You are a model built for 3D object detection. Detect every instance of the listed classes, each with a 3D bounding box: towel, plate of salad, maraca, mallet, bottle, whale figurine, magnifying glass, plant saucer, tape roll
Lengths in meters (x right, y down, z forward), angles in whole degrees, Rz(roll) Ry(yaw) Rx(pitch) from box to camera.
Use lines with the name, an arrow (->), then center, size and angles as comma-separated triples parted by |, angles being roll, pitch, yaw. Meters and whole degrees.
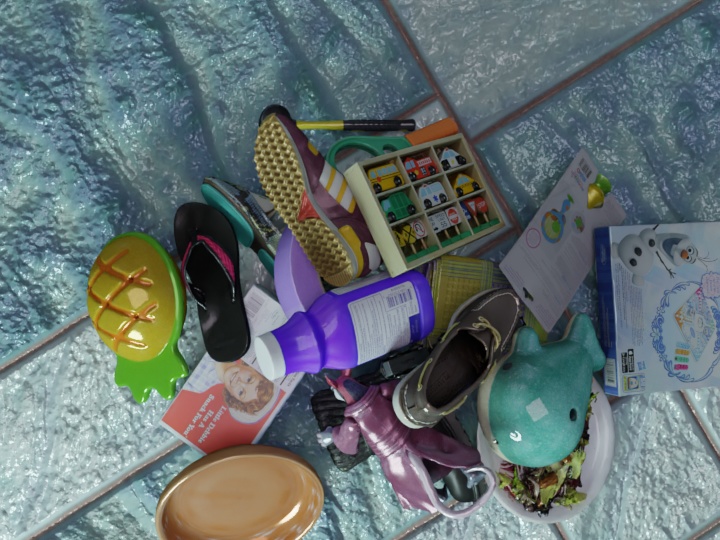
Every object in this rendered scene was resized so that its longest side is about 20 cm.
towel -> 0.150, 0.061, 0.988 | 0.197, 0.023, 0.147 | 6, 90, -33
plate of salad -> 0.233, 0.205, 0.997 | 0.196, 0.048, 0.204 | 2, 85, -21
maraca -> -0.261, 0.056, 0.976 | 0.135, 0.106, 0.204 | -11, 90, 31
mallet -> -0.032, -0.180, 1.029 | 0.196, 0.066, 0.042 | -1, 90, -17
bottle -> -0.015, 0.061, 0.877 | 0.197, 0.065, 0.085 | -20, 110, -25
whale figurine -> 0.223, 0.132, 0.927 | 0.199, 0.103, 0.161 | -36, 109, -28
magnifying glass -> 0.041, -0.144, 0.985 | 0.198, 0.023, 0.080 | -26, 67, -33
plant saucer -> -0.141, 0.272, 0.966 | 0.196, 0.038, 0.203 | -8, 128, -10
tape roll -> 0.000, 0.000, 0.971 | 0.197, 0.065, 0.204 | 5, 78, -24

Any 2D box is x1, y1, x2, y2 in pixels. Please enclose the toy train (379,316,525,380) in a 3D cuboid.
toy train -> 0.105, 0.085, 0.922 | 0.197, 0.046, 0.035 | -15, 81, -29

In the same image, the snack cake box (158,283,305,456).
snack cake box -> -0.139, 0.130, 1.000 | 0.114, 0.067, 0.201 | 36, 88, -3

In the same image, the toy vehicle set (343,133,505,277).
toy vehicle set -> 0.078, -0.079, 0.935 | 0.199, 0.026, 0.126 | -23, 86, -45

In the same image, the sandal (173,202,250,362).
sandal -> -0.175, 0.007, 0.960 | 0.074, 0.045, 0.203 | -21, 73, 11

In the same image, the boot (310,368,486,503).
boot -> 0.046, 0.214, 0.997 | 0.156, 0.079, 0.214 | -28, 85, -4

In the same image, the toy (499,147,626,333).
toy -> 0.240, -0.039, 1.006 | 0.201, 0.047, 0.115 | -50, 115, -19

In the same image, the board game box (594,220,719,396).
board game box -> 0.388, 0.043, 1.010 | 0.195, 0.043, 0.204 | -3, 89, -13

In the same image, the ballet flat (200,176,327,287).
ballet flat -> -0.112, -0.046, 1.013 | 0.074, 0.074, 0.201 | -39, 92, -2

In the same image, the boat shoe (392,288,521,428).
boat shoe -> 0.114, 0.085, 0.865 | 0.200, 0.059, 0.072 | -42, 94, -30

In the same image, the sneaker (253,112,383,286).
sneaker -> -0.041, -0.084, 0.903 | 0.090, 0.075, 0.202 | -26, 88, -44

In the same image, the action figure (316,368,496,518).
action figure -> 0.031, 0.185, 0.894 | 0.134, 0.149, 0.200 | -45, 100, 1
